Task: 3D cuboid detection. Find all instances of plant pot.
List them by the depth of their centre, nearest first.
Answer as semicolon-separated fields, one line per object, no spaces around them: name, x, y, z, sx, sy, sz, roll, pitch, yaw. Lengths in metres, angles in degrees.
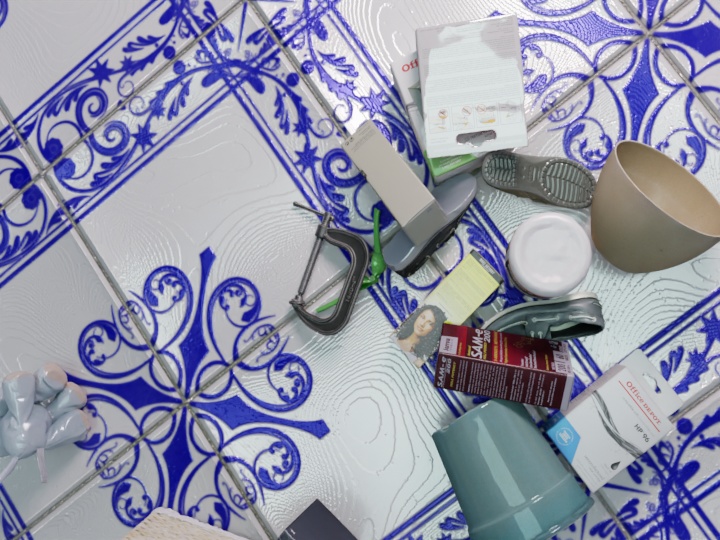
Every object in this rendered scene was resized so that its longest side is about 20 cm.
plant pot;0.424;-0.076;1.075;0.199;0.200;0.136;38;129;9
plant pot;0.213;0.302;1.081;0.198;0.200;0.199;-31;74;6

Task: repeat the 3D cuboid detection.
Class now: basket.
basket;-0.304;0.526;1.164;0.195;0.161;0.203;15;90;12

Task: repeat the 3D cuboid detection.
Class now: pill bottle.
pill bottle;0.274;-0.017;1.074;0.113;0.200;0.120;0;87;10

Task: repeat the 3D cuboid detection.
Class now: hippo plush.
hippo plush;-0.578;0.271;1.254;0.159;0.158;0.205;-18;66;38

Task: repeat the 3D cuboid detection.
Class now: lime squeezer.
lime squeezer;0.000;0.000;1.202;0.070;0.038;0.203;31;94;7

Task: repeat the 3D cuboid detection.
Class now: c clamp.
c clamp;-0.065;0.000;1.212;0.167;0.027;0.205;14;88;25

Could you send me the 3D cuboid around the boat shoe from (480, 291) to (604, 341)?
boat shoe;0.285;0.089;1.124;0.195;0.073;0.063;-15;53;4

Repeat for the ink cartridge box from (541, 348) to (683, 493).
ink cartridge box;0.394;0.227;1.107;0.199;0.068;0.117;-41;82;5

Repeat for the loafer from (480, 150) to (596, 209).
loafer;0.282;-0.148;1.148;0.195;0.070;0.077;15;93;-7

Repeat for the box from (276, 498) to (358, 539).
box;-0.110;0.478;1.112;0.104;0.200;0.183;39;94;11

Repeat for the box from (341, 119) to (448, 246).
box;0.053;-0.141;1.146;0.068;0.082;0.202;-38;58;6

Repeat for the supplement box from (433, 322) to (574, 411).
supplement box;0.212;0.141;1.076;0.195;0.109;0.062;8;112;8

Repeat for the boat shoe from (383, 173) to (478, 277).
boat shoe;0.123;-0.068;1.173;0.201;0.066;0.070;-49;46;-2

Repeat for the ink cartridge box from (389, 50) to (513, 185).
ink cartridge box;0.148;-0.265;1.168;0.143;0.084;0.204;-23;83;7

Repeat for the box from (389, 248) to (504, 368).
box;0.140;0.062;1.169;0.075;0.050;0.200;43;94;9

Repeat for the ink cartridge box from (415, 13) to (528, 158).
ink cartridge box;0.170;-0.278;1.101;0.156;0.050;0.206;-6;88;8
